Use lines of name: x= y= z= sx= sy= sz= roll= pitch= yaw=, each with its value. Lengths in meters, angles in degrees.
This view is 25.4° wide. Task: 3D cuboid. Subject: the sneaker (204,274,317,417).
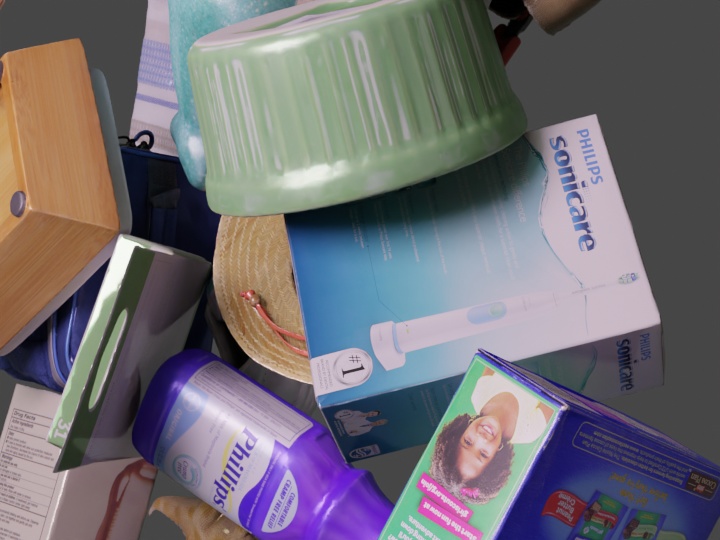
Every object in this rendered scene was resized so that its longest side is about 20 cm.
sneaker: x=-0.077 y=0.009 z=1.138 sx=0.075 sy=0.088 sz=0.202 roll=-29 pitch=55 yaw=33

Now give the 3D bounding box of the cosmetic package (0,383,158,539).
cosmetic package: x=-0.228 y=0.197 z=1.203 sx=0.103 sy=0.087 sz=0.202 roll=9 pitch=80 yaw=46

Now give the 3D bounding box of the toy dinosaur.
toy dinosaur: x=-0.098 y=0.171 z=1.113 sx=0.199 sy=0.058 sz=0.102 roll=27 pitch=93 yaw=46

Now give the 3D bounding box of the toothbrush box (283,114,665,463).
toothbrush box: x=0.066 y=0.011 z=0.946 sx=0.198 sy=0.085 sz=0.147 roll=-16 pitch=59 yaw=4

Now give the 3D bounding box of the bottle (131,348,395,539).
bottle: x=-0.052 y=0.131 z=1.030 sx=0.199 sy=0.065 sz=0.084 roll=32 pitch=115 yaw=16

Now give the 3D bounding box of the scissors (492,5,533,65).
scissors: x=0.108 y=-0.160 z=1.089 sx=0.200 sy=0.014 sz=0.073 roll=-42 pitch=42 yaw=20

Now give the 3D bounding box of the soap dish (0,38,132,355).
soap dish: x=-0.247 y=-0.046 z=1.109 sx=0.200 sy=0.081 sz=0.158 roll=-39 pitch=54 yaw=37

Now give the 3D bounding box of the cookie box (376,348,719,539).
cookie box: x=0.089 y=0.166 z=0.860 sx=0.075 sy=0.171 sz=0.201 roll=31 pitch=95 yaw=48

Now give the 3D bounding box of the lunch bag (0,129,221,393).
lunch bag: x=-0.177 y=-0.005 z=1.187 sx=0.132 sy=0.135 sz=0.202 roll=2 pitch=86 yaw=48

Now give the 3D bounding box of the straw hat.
straw hat: x=0.000 y=0.000 z=1.064 sx=0.199 sy=0.085 sz=0.203 roll=-5 pitch=62 yaw=9

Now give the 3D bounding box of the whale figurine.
whale figurine: x=-0.098 y=-0.158 z=1.111 sx=0.201 sy=0.103 sz=0.160 roll=-61 pitch=32 yaw=27

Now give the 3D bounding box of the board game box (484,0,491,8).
board game box: x=0.033 y=-0.209 z=1.094 sx=0.201 sy=0.026 sz=0.201 roll=114 pitch=149 yaw=-47

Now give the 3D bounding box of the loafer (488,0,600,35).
loafer: x=0.090 y=-0.214 z=1.068 sx=0.068 sy=0.076 sz=0.200 roll=-50 pitch=36 yaw=0

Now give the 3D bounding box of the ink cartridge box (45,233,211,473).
ink cartridge box: x=-0.158 y=0.050 z=1.025 sx=0.048 sy=0.200 sz=0.147 roll=19 pitch=89 yaw=10

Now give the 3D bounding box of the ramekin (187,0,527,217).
ramekin: x=-0.007 y=-0.110 z=0.953 sx=0.199 sy=0.199 sz=0.099 roll=-2 pitch=109 yaw=43

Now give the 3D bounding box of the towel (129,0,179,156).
towel: x=-0.138 y=-0.134 z=1.266 sx=0.146 sy=0.024 sz=0.202 roll=19 pitch=102 yaw=46
